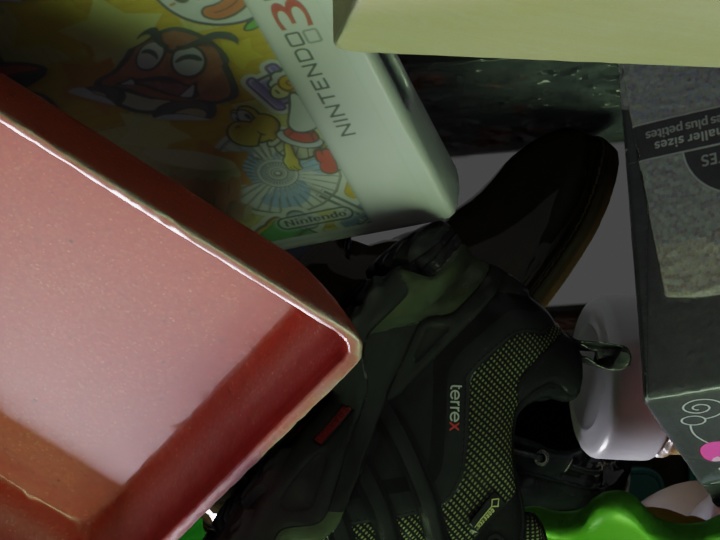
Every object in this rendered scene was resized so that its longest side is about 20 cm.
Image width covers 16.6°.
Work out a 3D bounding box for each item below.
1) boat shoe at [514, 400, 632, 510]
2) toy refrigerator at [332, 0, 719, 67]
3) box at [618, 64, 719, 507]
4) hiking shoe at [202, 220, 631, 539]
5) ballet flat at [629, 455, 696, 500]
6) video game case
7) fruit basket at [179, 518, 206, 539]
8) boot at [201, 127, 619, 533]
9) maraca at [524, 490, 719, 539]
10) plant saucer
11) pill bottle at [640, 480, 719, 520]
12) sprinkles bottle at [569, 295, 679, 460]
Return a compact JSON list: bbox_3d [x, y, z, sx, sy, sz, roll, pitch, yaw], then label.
[{"bbox_3d":[0.072,0.071,1.080,0.074,0.066,0.199,27,-164,32],"label":"boat shoe"},{"bbox_3d":[0.096,-0.100,0.670,0.199,0.070,0.076,2,165,-10],"label":"toy refrigerator"},{"bbox_3d":[0.195,-0.014,0.806,0.199,0.133,0.115,-10,153,16],"label":"box"},{"bbox_3d":[0.007,0.089,0.770,0.100,0.200,0.076,31,175,-5],"label":"hiking shoe"},{"bbox_3d":[0.149,0.106,1.206,0.199,0.068,0.064,-3,-173,-10],"label":"ballet flat"},{"bbox_3d":[-0.092,-0.059,0.741,0.199,0.023,0.182,-10,140,19],"label":"video game case"},{"bbox_3d":[-0.062,0.094,0.968,0.215,0.156,0.216,-26,-179,1],"label":"fruit basket"},{"bbox_3d":[0.000,0.000,0.837,0.097,0.200,0.075,48,163,-16],"label":"boot"},{"bbox_3d":[0.106,0.136,0.919,0.137,0.107,0.200,7,147,3],"label":"maraca"},{"bbox_3d":[-0.122,0.009,0.755,0.199,0.037,0.200,32,137,-12],"label":"plant saucer"},{"bbox_3d":[0.145,0.160,1.085,0.119,0.120,0.200,6,154,-20],"label":"pill bottle"},{"bbox_3d":[0.191,0.048,1.040,0.199,0.069,0.068,2,157,-12],"label":"sprinkles bottle"}]
